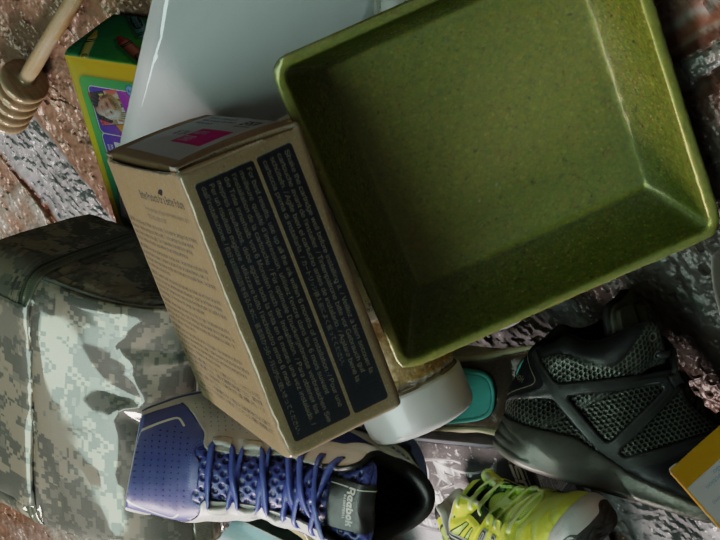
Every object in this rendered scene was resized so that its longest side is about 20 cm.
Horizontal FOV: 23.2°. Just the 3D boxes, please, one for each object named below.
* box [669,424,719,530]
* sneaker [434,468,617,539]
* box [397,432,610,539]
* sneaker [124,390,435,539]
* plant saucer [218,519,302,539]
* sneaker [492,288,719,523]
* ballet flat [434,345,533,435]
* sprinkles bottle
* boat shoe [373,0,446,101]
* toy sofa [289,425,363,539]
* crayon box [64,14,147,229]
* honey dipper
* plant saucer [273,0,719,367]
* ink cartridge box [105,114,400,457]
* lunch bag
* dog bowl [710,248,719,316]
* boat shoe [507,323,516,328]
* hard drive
[{"bbox_3d":[0.264,0.134,0.912,0.041,0.119,0.200,46,-176,-44],"label":"box"},{"bbox_3d":[0.091,0.163,1.077,0.077,0.075,0.200,49,156,2],"label":"sneaker"},{"bbox_3d":[0.097,0.185,1.217,0.157,0.048,0.201,1,123,43],"label":"box"},{"bbox_3d":[-0.039,0.124,1.064,0.115,0.197,0.081,-162,79,-75],"label":"sneaker"},{"bbox_3d":[-0.055,0.202,1.289,0.199,0.028,0.200,24,177,1],"label":"plant saucer"},{"bbox_3d":[0.187,0.081,1.032,0.198,0.076,0.115,17,99,2],"label":"sneaker"},{"bbox_3d":[0.094,0.074,1.111,0.198,0.070,0.070,7,131,6],"label":"ballet flat"},{"bbox_3d":[0.000,0.000,1.039,0.068,0.068,0.202,-14,102,46],"label":"sprinkles bottle"},{"bbox_3d":[0.042,-0.106,1.000,0.074,0.069,0.201,3,128,20],"label":"boat shoe"},{"bbox_3d":[-0.063,0.114,1.226,0.200,0.083,0.098,19,139,58],"label":"toy sofa"},{"bbox_3d":[-0.115,-0.067,1.189,0.118,0.058,0.201,12,129,34],"label":"crayon box"},{"bbox_3d":[-0.214,-0.164,1.217,0.038,0.038,0.200,45,137,1],"label":"honey dipper"},{"bbox_3d":[0.074,-0.074,0.955,0.048,0.198,0.201,-112,-2,-62],"label":"plant saucer"},{"bbox_3d":[-0.065,0.001,0.986,0.166,0.075,0.200,70,165,-13],"label":"ink cartridge box"},{"bbox_3d":[-0.159,0.080,1.166,0.167,0.139,0.202,19,114,36],"label":"lunch bag"},{"bbox_3d":[0.267,-0.010,0.844,0.199,0.058,0.202,4,96,44],"label":"dog bowl"},{"bbox_3d":[0.021,0.010,1.130,0.198,0.073,0.066,3,160,22],"label":"boat shoe"},{"bbox_3d":[-0.067,-0.128,1.061,0.131,0.026,0.201,18,126,-1],"label":"hard drive"}]
